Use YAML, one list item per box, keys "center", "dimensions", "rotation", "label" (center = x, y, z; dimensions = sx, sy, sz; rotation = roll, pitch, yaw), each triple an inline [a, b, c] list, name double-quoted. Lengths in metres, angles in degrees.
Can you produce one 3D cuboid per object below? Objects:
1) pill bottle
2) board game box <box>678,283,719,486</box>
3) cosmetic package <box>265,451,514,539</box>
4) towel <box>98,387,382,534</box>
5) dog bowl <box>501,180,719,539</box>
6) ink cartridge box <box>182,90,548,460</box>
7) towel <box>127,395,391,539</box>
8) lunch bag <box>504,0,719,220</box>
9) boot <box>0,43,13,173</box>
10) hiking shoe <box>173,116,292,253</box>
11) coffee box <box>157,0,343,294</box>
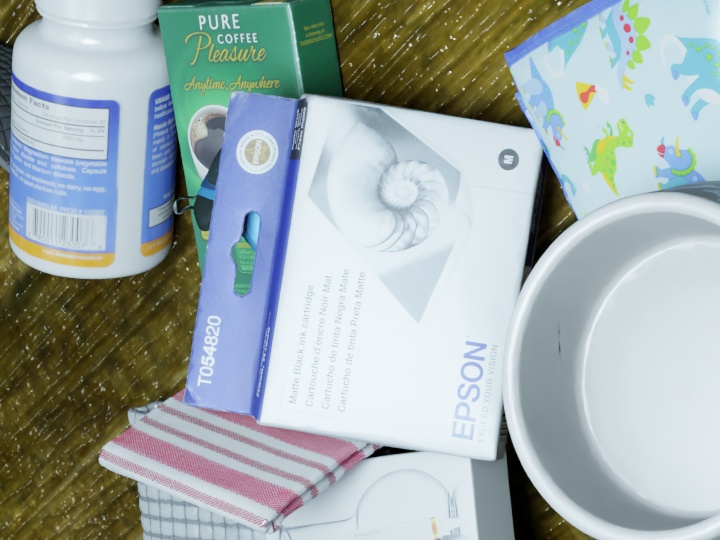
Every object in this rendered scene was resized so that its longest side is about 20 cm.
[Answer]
- center: [-0.176, -0.105, 1.818]
  dimensions: [0.112, 0.112, 0.200]
  rotation: [24, 120, 38]
  label: "pill bottle"
- center: [0.275, 0.045, 1.373]
  dimensions: [0.200, 0.105, 0.103]
  rotation: [-13, 77, 34]
  label: "board game box"
- center: [0.021, 0.212, 1.664]
  dimensions: [0.151, 0.052, 0.200]
  rotation: [-11, 81, 32]
  label: "cosmetic package"
- center: [-0.043, 0.091, 1.692]
  dimensions: [0.146, 0.200, 0.030]
  rotation: [17, 131, 41]
  label: "towel"
- center: [0.157, 0.051, 1.357]
  dimensions: [0.200, 0.059, 0.200]
  rotation: [-4, 83, 35]
  label: "dog bowl"
- center: [0.000, 0.000, 1.616]
  dimensions: [0.200, 0.041, 0.200]
  rotation: [8, 90, 11]
  label: "ink cartridge box"
- center: [-0.055, 0.162, 1.813]
  dimensions: [0.200, 0.086, 0.166]
  rotation: [-1, 96, 41]
  label: "towel"
- center: [0.185, -0.078, 1.450]
  dimensions: [0.200, 0.127, 0.170]
  rotation: [-26, 85, 37]
  label: "lunch bag"
- center: [-0.279, -0.102, 1.967]
  dimensions: [0.200, 0.070, 0.132]
  rotation: [53, 139, 33]
  label: "boot"
- center: [-0.013, -0.012, 1.685]
  dimensions: [0.200, 0.074, 0.087]
  rotation: [39, 109, 10]
  label: "hiking shoe"
- center: [-0.060, -0.077, 1.759]
  dimensions: [0.123, 0.044, 0.200]
  rotation: [1, 106, 43]
  label: "coffee box"
